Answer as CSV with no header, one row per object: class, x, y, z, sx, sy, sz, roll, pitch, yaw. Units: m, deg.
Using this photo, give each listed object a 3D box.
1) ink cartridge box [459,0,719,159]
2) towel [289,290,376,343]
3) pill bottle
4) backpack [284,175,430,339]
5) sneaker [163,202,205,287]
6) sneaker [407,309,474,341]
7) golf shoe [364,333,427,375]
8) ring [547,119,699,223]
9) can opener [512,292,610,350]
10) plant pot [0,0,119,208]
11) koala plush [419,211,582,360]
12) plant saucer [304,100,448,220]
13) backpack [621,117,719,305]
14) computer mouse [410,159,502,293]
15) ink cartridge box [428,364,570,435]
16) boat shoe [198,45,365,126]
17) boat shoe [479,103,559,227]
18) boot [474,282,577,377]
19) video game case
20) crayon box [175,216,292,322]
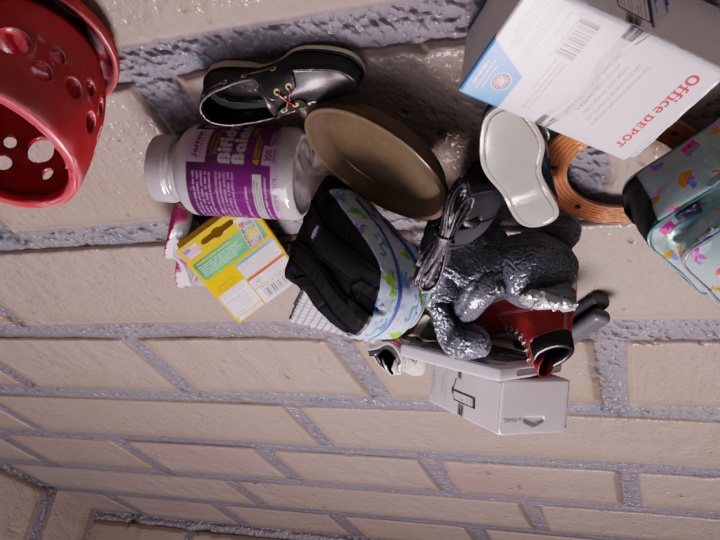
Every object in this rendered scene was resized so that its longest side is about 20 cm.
ink cartridge box,0.212,-0.206,0.715,0.196,0.088,0.147,18,150,-13
towel,-0.010,0.025,1.177,0.162,0.087,0.201,15,148,-10
pill bottle,-0.163,-0.124,0.947,0.195,0.115,0.113,3,149,12
backpack,0.000,0.000,0.974,0.151,0.201,0.166,16,109,-27
sneaker,-0.245,-0.037,1.163,0.086,0.083,0.201,6,156,0
sneaker,0.145,0.066,1.211,0.088,0.069,0.201,15,155,-10
golf shoe,0.060,0.151,1.352,0.071,0.094,0.200,-10,145,29
ring,0.308,-0.120,0.894,0.195,0.020,0.202,8,150,5
can opener,0.313,0.093,1.210,0.065,0.054,0.200,18,148,-14
plant pot,-0.369,-0.200,0.818,0.195,0.186,0.202,8,151,5
koala plush,0.191,0.002,0.990,0.196,0.180,0.185,-3,137,30
plant saucer,0.022,-0.131,0.895,0.197,0.030,0.201,30,164,9
backpack,0.403,-0.072,0.793,0.174,0.155,0.200,31,117,-34
computer mouse,0.126,-0.062,0.880,0.052,0.200,0.141,26,121,9
ink cartridge box,0.224,0.198,1.245,0.143,0.087,0.199,3,-176,-28
boat shoe,-0.089,-0.201,0.849,0.196,0.064,0.074,-2,145,19
boat shoe,0.179,-0.128,0.846,0.073,0.063,0.200,-18,142,23
boot,0.242,0.100,1.154,0.071,0.147,0.199,27,147,-27
video game case,0.193,0.140,1.221,0.179,0.024,0.197,2,-175,-45
crayon box,-0.180,-0.023,1.116,0.125,0.052,0.201,-35,142,-4
